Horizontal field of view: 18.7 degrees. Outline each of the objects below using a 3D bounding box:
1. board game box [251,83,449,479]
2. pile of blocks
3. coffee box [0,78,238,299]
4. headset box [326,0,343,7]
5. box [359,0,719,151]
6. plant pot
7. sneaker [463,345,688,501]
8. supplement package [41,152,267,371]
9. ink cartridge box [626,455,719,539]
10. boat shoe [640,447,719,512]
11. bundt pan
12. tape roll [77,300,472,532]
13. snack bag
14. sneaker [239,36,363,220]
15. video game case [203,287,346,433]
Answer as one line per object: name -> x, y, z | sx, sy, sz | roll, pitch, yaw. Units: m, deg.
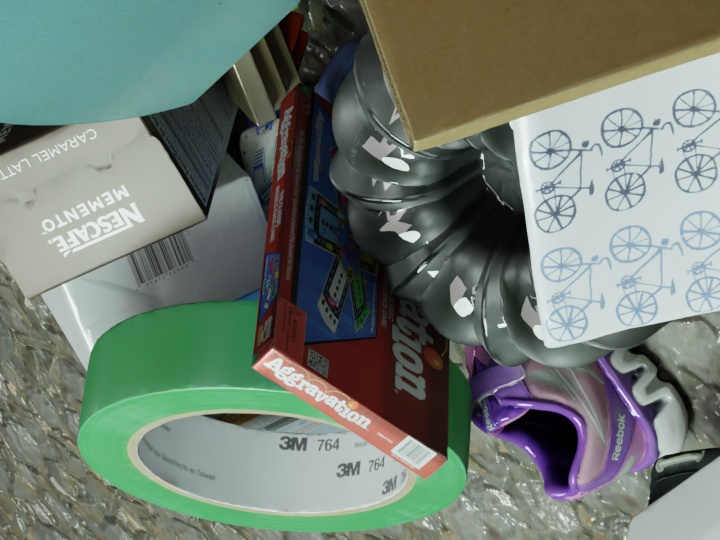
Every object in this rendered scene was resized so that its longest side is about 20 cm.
board game box -> 0.000, 0.000, 1.039 | 0.103, 0.201, 0.019 | 35, 123, -24
pile of blocks -> -0.071, -0.178, 1.129 | 0.201, 0.062, 0.082 | 64, 171, -4
coffee box -> -0.134, -0.084, 1.164 | 0.114, 0.201, 0.080 | -23, 116, 18
headset box -> -0.008, -0.238, 0.981 | 0.201, 0.077, 0.148 | 57, 148, -8
box -> 0.086, -0.147, 0.793 | 0.021, 0.198, 0.165 | 85, 166, -76
plant pot -> -0.131, -0.152, 0.986 | 0.141, 0.199, 0.142 | -39, 59, 29
sneaker -> 0.081, 0.039, 1.147 | 0.201, 0.088, 0.080 | 51, 151, 3
supplement package -> -0.130, -0.016, 1.274 | 0.200, 0.121, 0.120 | 45, 158, 59
ink cartridge box -> 0.231, 0.152, 0.977 | 0.198, 0.085, 0.146 | 16, 152, -14
boat shoe -> 0.218, 0.104, 1.049 | 0.199, 0.061, 0.076 | -12, 145, 35
bundt pan -> 0.067, -0.041, 0.971 | 0.201, 0.076, 0.203 | 23, 132, 27
tape roll -> -0.043, 0.078, 1.113 | 0.198, 0.049, 0.201 | 5, 155, 2
snack bag -> 0.157, -0.061, 0.860 | 0.021, 0.198, 0.190 | -106, 4, -50
sneaker -> -0.031, -0.068, 1.197 | 0.088, 0.075, 0.201 | 45, 147, 17
video game case -> -0.031, 0.057, 1.220 | 0.200, 0.142, 0.018 | 76, 167, -62
